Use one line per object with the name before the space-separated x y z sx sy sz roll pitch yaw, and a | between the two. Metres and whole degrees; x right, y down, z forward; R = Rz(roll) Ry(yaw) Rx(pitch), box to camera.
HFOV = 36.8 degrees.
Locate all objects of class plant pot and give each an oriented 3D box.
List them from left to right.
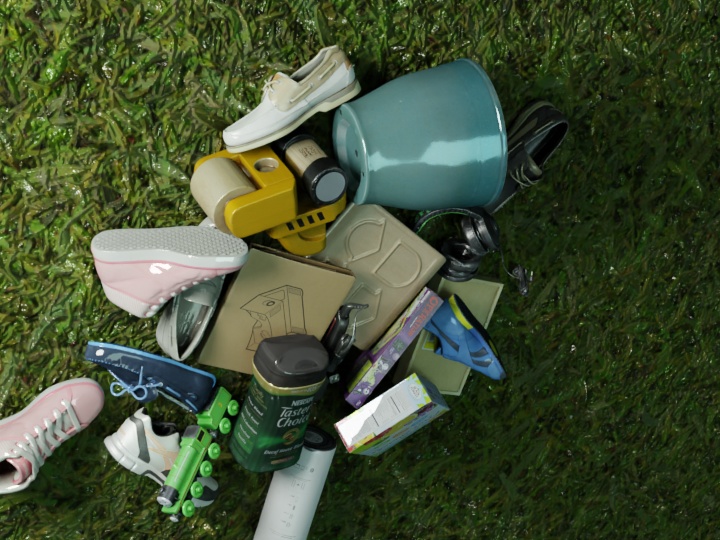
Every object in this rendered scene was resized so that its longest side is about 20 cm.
plant pot | 0.068 -0.167 1.442 0.186 0.200 0.202 -13 119 -17

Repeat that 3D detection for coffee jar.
coffee jar | -0.114 0.184 1.518 0.103 0.085 0.201 -6 128 -35

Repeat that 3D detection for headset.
headset | 0.165 -0.026 1.601 0.199 0.094 0.124 23 127 -22

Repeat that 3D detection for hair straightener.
hair straightener | -0.033 0.123 1.545 0.041 0.077 0.201 7 133 -33

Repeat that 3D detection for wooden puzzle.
wooden puzzle | 0.000 0.000 1.553 0.199 0.046 0.186 35 101 -35

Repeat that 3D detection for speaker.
speaker | -0.102 0.342 1.652 0.081 0.081 0.202 7 109 -32

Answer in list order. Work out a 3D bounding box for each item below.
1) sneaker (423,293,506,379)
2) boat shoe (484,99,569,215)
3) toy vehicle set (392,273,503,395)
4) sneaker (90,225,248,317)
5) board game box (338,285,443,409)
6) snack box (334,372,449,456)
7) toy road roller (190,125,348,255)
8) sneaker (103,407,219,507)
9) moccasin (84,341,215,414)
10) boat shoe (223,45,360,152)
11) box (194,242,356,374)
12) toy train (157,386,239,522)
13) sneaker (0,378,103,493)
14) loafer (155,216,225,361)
sneaker | 0.159 0.115 1.678 0.078 0.066 0.200 -32 131 12
boat shoe | 0.234 -0.162 1.607 0.074 0.073 0.201 31 96 -37
toy vehicle set | 0.138 0.099 1.707 0.123 0.026 0.202 10 107 -34
sneaker | -0.239 0.005 1.383 0.198 0.076 0.106 1 121 2
board game box | 0.043 0.108 1.601 0.032 0.120 0.201 38 92 -13
snack box | 0.051 0.219 1.616 0.141 0.053 0.200 -32 165 4
toy road roller | -0.113 -0.085 1.416 0.198 0.123 0.147 -19 133 -22
sneaker | -0.263 0.266 1.525 0.080 0.074 0.200 -50 128 -2
moccasin | -0.279 0.147 1.446 0.199 0.080 0.069 24 80 -35
boat shoe | -0.096 -0.221 1.391 0.199 0.075 0.069 -33 117 -19
box | -0.120 0.064 1.502 0.162 0.021 0.201 15 120 -28
toy train | -0.226 0.250 1.501 0.056 0.041 0.201 51 47 -36
sneaker | -0.411 0.219 1.387 0.199 0.105 0.076 -26 123 -19
loafer | -0.213 0.025 1.438 0.069 0.070 0.202 12 107 -34
